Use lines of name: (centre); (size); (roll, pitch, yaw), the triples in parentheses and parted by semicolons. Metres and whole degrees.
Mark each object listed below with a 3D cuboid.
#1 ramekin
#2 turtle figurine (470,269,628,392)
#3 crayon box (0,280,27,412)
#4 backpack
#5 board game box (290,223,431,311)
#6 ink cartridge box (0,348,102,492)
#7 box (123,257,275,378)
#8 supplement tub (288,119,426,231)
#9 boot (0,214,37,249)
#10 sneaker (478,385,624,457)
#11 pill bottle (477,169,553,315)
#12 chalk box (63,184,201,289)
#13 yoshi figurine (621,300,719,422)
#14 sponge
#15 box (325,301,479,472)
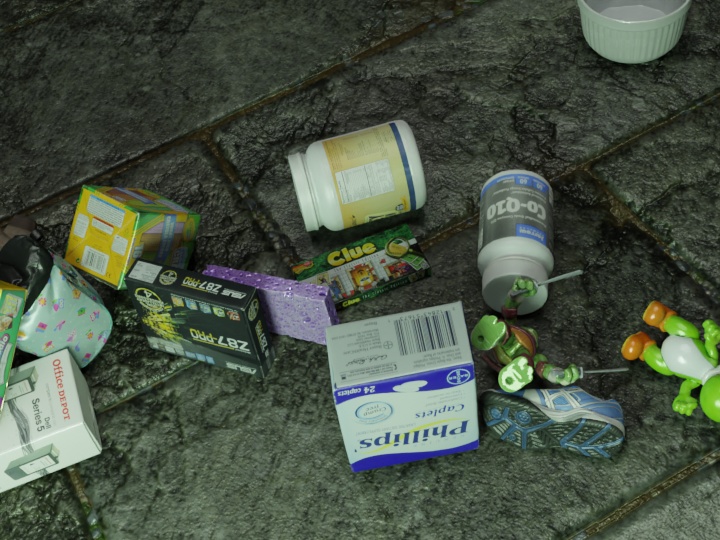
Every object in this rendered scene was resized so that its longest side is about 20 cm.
ramekin: (0.480, -0.457, 1.984); (0.197, 0.106, 0.202); (-5, 49, 5)
turtle figurine: (0.239, 0.082, 1.503); (0.197, 0.146, 0.193); (-2, 6, 25)
crayon box: (-0.556, 0.101, 1.539); (0.171, 0.058, 0.203); (15, 94, 23)
backpack: (-0.463, 0.059, 1.652); (0.167, 0.200, 0.126); (-48, 53, -3)
board game box: (0.000, 0.000, 1.734); (0.198, 0.024, 0.105); (-21, 47, -8)
ink cartridge box: (-0.481, 0.218, 1.590); (0.198, 0.085, 0.146); (-21, 49, -7)
box: (-0.230, 0.068, 1.622); (0.197, 0.162, 0.049); (13, 53, 19)
supplement tub: (-0.006, -0.146, 1.777); (0.197, 0.145, 0.146); (-15, 49, -3)
boot: (-0.625, -0.032, 1.841); (0.197, 0.071, 0.148); (5, 53, 15)
sneaker: (0.255, 0.193, 1.501); (0.197, 0.077, 0.077); (12, 35, 16)
pill bottle: (0.230, -0.041, 1.667); (0.112, 0.115, 0.202); (-1, 50, 9)
chalk box: (-0.336, -0.052, 1.742); (0.123, 0.125, 0.199); (23, 13, 26)
yoshi figurine: (0.444, 0.131, 1.486); (0.112, 0.113, 0.199); (-39, 60, -23)
sponge: (-0.130, 0.051, 1.653); (0.197, 0.112, 0.030); (10, 54, 18)
box: (0.059, 0.155, 1.471); (0.181, 0.201, 0.106); (-11, 50, 1)
